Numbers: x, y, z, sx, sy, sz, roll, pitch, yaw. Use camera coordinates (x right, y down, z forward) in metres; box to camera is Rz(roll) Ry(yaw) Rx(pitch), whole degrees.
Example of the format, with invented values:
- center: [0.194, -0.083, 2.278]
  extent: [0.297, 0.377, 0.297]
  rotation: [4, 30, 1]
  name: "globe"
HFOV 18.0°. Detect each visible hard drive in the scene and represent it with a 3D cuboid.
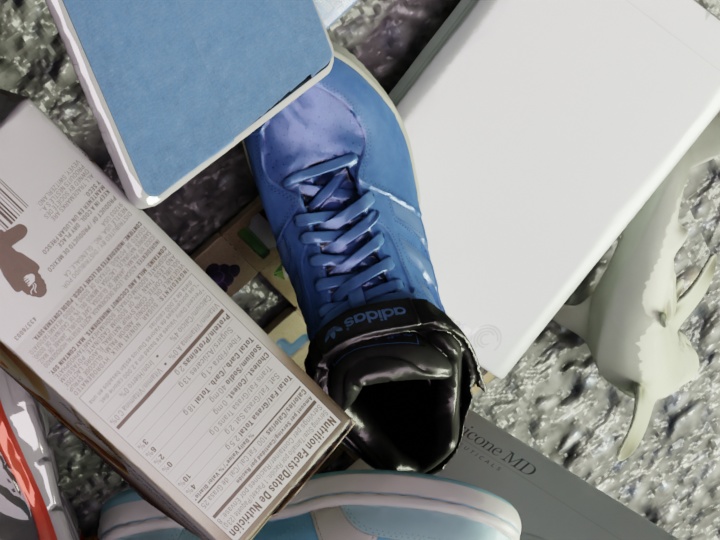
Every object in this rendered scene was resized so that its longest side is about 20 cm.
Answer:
- center: [0.077, -0.061, 1.067]
  extent: [0.132, 0.026, 0.200]
  rotation: [33, 102, -22]
  name: "hard drive"

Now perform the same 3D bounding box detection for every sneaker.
- center: [-0.026, 0.161, 1.006]
  extent: [0.200, 0.131, 0.080]
  rotation: [-7, 151, 21]
  name: "sneaker"
- center: [0.001, 0.000, 0.998]
  extent: [0.077, 0.111, 0.200]
  rotation: [-16, 117, -2]
  name: "sneaker"
- center: [-0.169, 0.125, 1.027]
  extent: [0.082, 0.077, 0.200]
  rotation: [-15, 93, -4]
  name: "sneaker"

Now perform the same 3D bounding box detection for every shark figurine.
- center: [0.128, 0.003, 1.150]
  extent: [0.128, 0.089, 0.215]
  rotation: [-52, 153, -37]
  name: "shark figurine"

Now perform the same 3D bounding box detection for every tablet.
- center: [-0.082, -0.139, 0.878]
  extent: [0.130, 0.014, 0.200]
  rotation: [-41, 119, -39]
  name: "tablet"

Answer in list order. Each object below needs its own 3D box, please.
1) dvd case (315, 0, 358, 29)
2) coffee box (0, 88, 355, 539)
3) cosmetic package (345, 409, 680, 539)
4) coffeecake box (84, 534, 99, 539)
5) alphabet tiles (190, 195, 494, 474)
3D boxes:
- center: [0.002, -0.198, 0.961]
  extent: [0.200, 0.018, 0.143]
  rotation: [-42, 133, 3]
  name: "dvd case"
- center: [-0.112, 0.018, 0.937]
  extent: [0.080, 0.114, 0.200]
  rotation: [-49, 117, -10]
  name: "coffee box"
- center: [0.050, 0.195, 1.111]
  extent: [0.200, 0.199, 0.123]
  rotation: [-37, 143, -33]
  name: "cosmetic package"
- center: [-0.192, 0.224, 1.113]
  extent: [0.200, 0.073, 0.154]
  rotation: [-10, 126, -26]
  name: "coffeecake box"
- center: [-0.004, 0.024, 1.128]
  extent: [0.167, 0.008, 0.200]
  rotation: [-42, 134, 1]
  name: "alphabet tiles"
